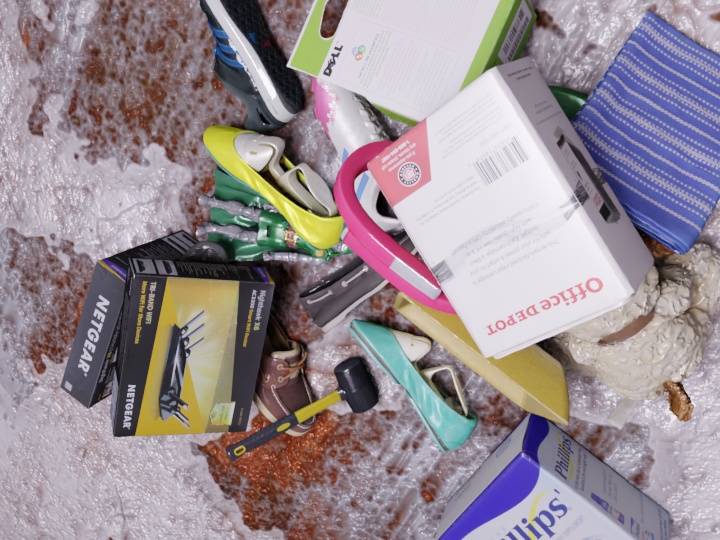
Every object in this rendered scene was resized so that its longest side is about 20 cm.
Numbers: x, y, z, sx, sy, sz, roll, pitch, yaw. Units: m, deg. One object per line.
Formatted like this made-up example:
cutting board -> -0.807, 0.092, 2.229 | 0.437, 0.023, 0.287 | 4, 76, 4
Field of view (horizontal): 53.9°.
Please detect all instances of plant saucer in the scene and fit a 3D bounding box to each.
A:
plant saucer -> 0.129, 0.076, 0.753 | 0.200, 0.200, 0.049 | 38, 86, 5

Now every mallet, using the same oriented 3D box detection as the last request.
mallet -> -0.075, 0.169, 0.872 | 0.199, 0.041, 0.066 | -19, 99, -15

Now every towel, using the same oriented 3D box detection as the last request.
towel -> 0.268, -0.127, 0.625 | 0.144, 0.024, 0.200 | 34, 73, 8

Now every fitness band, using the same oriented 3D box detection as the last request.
fitness band -> 0.063, -0.044, 0.690 | 0.200, 0.144, 0.037 | 40, 141, 5

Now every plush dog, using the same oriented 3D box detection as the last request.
plush dog -> 0.243, 0.041, 0.671 | 0.200, 0.161, 0.172 | -36, 114, 29

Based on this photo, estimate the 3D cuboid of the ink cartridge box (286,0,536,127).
ink cartridge box -> 0.048, -0.227, 0.700 | 0.199, 0.076, 0.149 | 28, 97, 24

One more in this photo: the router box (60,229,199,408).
router box -> -0.288, 0.059, 0.909 | 0.052, 0.157, 0.201 | 33, 116, 12

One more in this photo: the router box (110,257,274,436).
router box -> -0.196, 0.091, 0.818 | 0.156, 0.052, 0.201 | 3, 111, -26

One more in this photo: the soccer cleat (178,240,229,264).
soccer cleat -> -0.211, 0.037, 0.907 | 0.068, 0.073, 0.201 | 20, 120, -5

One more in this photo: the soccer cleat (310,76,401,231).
soccer cleat -> 0.009, -0.137, 0.769 | 0.086, 0.070, 0.201 | 4, 119, 38

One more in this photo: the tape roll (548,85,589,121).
tape roll -> 0.182, -0.087, 0.733 | 0.199, 0.048, 0.202 | 7, 111, 20

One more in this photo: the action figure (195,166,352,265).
action figure -> -0.101, -0.049, 0.859 | 0.199, 0.055, 0.119 | 12, 109, 13

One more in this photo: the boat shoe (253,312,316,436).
boat shoe -> -0.107, 0.117, 0.904 | 0.072, 0.072, 0.201 | -27, 91, 39

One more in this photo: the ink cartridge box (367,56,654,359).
ink cartridge box -> 0.123, -0.048, 0.590 | 0.146, 0.083, 0.201 | -31, 91, 40

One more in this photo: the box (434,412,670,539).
box -> 0.220, 0.303, 0.825 | 0.200, 0.105, 0.184 | 37, 117, 6

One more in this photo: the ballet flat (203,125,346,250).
ballet flat -> -0.090, -0.108, 0.794 | 0.200, 0.067, 0.067 | 44, 137, 3

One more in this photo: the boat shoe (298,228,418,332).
boat shoe -> 0.000, 0.000, 0.825 | 0.057, 0.067, 0.200 | 44, 122, -5

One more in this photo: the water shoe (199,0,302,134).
water shoe -> -0.144, -0.248, 0.792 | 0.079, 0.071, 0.201 | -24, 98, 32

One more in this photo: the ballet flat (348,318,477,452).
ballet flat -> 0.070, 0.122, 0.851 | 0.070, 0.067, 0.200 | -38, 92, 4
